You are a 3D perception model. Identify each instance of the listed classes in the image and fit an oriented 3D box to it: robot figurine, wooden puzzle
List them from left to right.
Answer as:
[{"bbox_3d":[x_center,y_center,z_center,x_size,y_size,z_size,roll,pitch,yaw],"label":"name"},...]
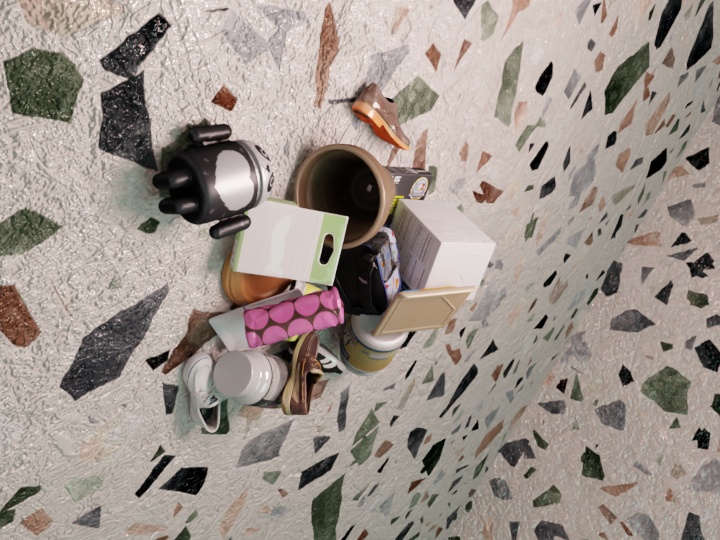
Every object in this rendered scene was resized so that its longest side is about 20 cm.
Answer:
[{"bbox_3d":[-0.237,-0.147,1.130,0.199,0.125,0.151,-22,147,-40],"label":"robot figurine"},{"bbox_3d":[0.132,0.083,1.479,0.184,0.037,0.200,-4,152,-23],"label":"wooden puzzle"}]

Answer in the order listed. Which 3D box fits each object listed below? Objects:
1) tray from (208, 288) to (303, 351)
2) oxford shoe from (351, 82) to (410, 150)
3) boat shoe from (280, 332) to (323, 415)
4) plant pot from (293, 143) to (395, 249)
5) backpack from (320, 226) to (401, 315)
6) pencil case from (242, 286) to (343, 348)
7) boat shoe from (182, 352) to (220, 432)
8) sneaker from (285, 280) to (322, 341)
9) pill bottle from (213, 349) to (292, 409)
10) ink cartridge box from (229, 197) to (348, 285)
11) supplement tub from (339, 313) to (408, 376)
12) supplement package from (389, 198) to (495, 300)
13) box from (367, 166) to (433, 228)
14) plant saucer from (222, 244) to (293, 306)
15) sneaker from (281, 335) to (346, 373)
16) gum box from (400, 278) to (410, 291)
[{"bbox_3d":[-0.199,0.098,1.402,0.199,0.022,0.108,-19,129,6],"label":"tray"},{"bbox_3d":[0.061,-0.313,1.418,0.073,0.071,0.200,-60,147,-2],"label":"oxford shoe"},{"bbox_3d":[-0.113,0.225,1.499,0.072,0.071,0.201,65,33,-47],"label":"boat shoe"},{"bbox_3d":[-0.009,-0.155,1.381,0.174,0.199,0.201,-23,138,-63],"label":"plant pot"},{"bbox_3d":[0.000,0.000,1.485,0.154,0.199,0.192,-41,128,-43],"label":"backpack"},{"bbox_3d":[-0.130,0.088,1.338,0.198,0.092,0.094,-13,176,1],"label":"pencil case"},{"bbox_3d":[-0.321,0.258,1.433,0.073,0.065,0.201,-30,139,-32],"label":"boat shoe"},{"bbox_3d":[-0.121,0.099,1.480,0.200,0.090,0.079,112,-13,-54],"label":"sneaker"},{"bbox_3d":[-0.224,0.234,1.473,0.117,0.116,0.200,-55,154,0],"label":"pill bottle"},{"bbox_3d":[-0.137,-0.058,1.304,0.198,0.048,0.147,9,105,-20],"label":"ink cartridge box"},{"bbox_3d":[0.028,0.166,1.686,0.144,0.145,0.200,-32,162,-31],"label":"supplement tub"},{"bbox_3d":[0.172,-0.048,1.555,0.151,0.200,0.152,1,122,-30],"label":"supplement package"},{"bbox_3d":[0.071,-0.159,1.586,0.199,0.044,0.161,-7,125,-49],"label":"box"},{"bbox_3d":[-0.190,-0.009,1.393,0.200,0.037,0.201,-32,140,-32],"label":"plant saucer"},{"bbox_3d":[-0.124,0.230,1.660,0.112,0.073,0.200,-50,137,-2],"label":"sneaker"},{"bbox_3d":[0.127,0.053,1.641,0.199,0.114,0.066,-18,150,-51],"label":"gum box"}]
